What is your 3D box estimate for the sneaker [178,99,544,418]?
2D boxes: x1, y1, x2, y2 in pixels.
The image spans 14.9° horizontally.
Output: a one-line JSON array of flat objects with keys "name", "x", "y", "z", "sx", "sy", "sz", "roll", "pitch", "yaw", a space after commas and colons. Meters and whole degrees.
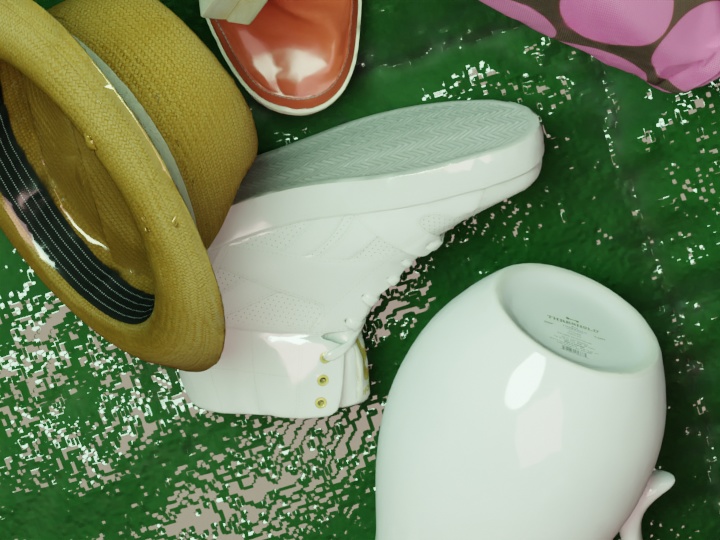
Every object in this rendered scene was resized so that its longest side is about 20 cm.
[{"name": "sneaker", "x": 0.000, "y": 0.000, "z": 1.230, "sx": 0.199, "sy": 0.074, "sz": 0.116, "roll": -15, "pitch": 114, "yaw": 15}]

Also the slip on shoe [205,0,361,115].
[{"name": "slip on shoe", "x": -0.040, "y": -0.158, "z": 1.167, "sx": 0.074, "sy": 0.061, "sz": 0.201, "roll": -6, "pitch": 113, "yaw": -1}]

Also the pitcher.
[{"name": "pitcher", "x": 0.082, "y": 0.107, "z": 1.251, "sx": 0.170, "sy": 0.122, "sz": 0.201, "roll": 16, "pitch": 121, "yaw": -12}]

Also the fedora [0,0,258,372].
[{"name": "fedora", "x": -0.098, "y": -0.053, "z": 1.134, "sx": 0.082, "sy": 0.200, "sz": 0.201, "roll": -38, "pitch": 112, "yaw": -23}]

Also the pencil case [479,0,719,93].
[{"name": "pencil case", "x": 0.076, "y": -0.154, "z": 1.142, "sx": 0.199, "sy": 0.094, "sz": 0.091, "roll": 28, "pitch": 148, "yaw": -28}]

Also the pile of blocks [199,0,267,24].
[{"name": "pile of blocks", "x": -0.120, "y": -0.168, "z": 1.133, "sx": 0.200, "sy": 0.082, "sz": 0.062, "roll": 50, "pitch": 148, "yaw": 4}]
